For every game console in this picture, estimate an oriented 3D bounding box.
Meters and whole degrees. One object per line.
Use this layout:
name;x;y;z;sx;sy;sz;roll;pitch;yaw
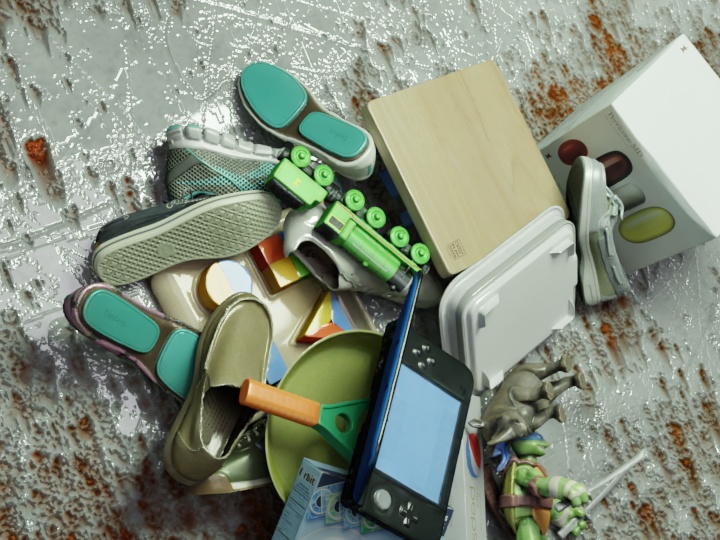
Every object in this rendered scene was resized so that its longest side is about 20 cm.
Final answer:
game console;0.061;0.134;1.079;0.170;0.118;0.201;34;56;-26

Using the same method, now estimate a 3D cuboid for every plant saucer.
plant saucer;-0.014;0.159;1.151;0.199;0.031;0.202;-1;92;-32

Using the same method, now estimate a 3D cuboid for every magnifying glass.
magnifying glass;-0.026;0.146;1.104;0.199;0.022;0.080;24;59;-29

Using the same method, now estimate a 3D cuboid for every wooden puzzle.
wooden puzzle;-0.093;0.043;1.210;0.199;0.046;0.186;-27;88;-25

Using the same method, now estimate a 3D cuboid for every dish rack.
dish rack;0.172;0.041;1.260;0.199;0.173;0.043;-36;48;-26

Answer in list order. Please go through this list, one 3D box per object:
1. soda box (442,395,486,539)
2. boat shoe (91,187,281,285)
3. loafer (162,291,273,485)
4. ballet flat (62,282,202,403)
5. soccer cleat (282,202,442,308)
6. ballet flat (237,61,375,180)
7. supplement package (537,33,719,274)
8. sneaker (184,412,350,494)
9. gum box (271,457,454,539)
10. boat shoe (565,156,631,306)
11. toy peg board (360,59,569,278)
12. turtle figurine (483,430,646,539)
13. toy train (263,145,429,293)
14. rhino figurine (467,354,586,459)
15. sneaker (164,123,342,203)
soda box;0.092;0.231;1.214;0.068;0.063;0.202;27;59;-63
boat shoe;-0.178;-0.044;1.170;0.198;0.075;0.062;-18;42;-9
loafer;-0.123;0.110;1.103;0.076;0.067;0.201;32;60;-31
ballet flat;-0.207;0.073;1.135;0.199;0.071;0.070;36;75;-29
soccer cleat;0.000;0.000;1.223;0.199;0.069;0.078;31;51;-21
ballet flat;-0.059;-0.155;1.249;0.069;0.070;0.200;-38;57;-25
supplement package;0.335;-0.125;1.340;0.147;0.200;0.192;-41;93;-25
sneaker;-0.087;0.168;1.164;0.199;0.067;0.091;-4;89;-30
gum box;-0.017;0.301;1.120;0.169;0.044;0.202;22;90;-32
boat shoe;0.273;-0.045;1.309;0.064;0.203;0.075;-10;37;3
toy peg board;0.099;-0.103;1.281;0.198;0.098;0.201;-24;86;-35
turtle figurine;0.222;0.274;1.227;0.198;0.144;0.196;14;76;-14
toy train;-0.012;-0.049;1.173;0.200;0.042;0.057;39;62;-12
rhino figurine;0.173;0.148;1.233;0.200;0.087;0.060;-34;104;-59
sneaker;-0.119;-0.090;1.230;0.198;0.078;0.092;13;88;-15
